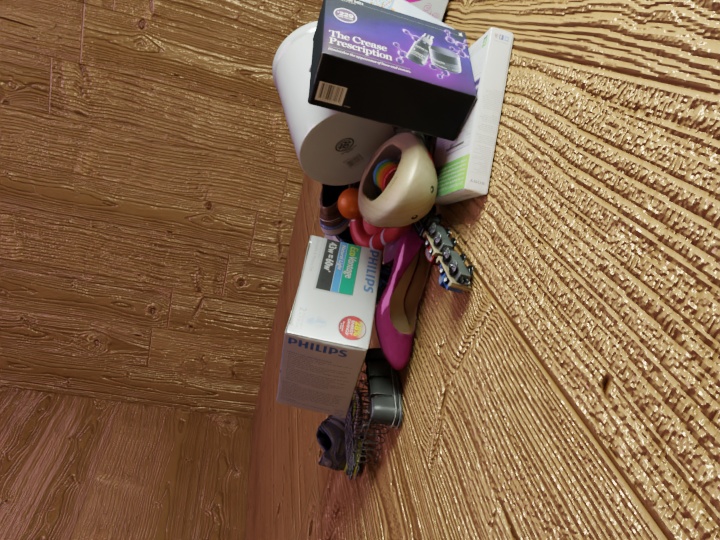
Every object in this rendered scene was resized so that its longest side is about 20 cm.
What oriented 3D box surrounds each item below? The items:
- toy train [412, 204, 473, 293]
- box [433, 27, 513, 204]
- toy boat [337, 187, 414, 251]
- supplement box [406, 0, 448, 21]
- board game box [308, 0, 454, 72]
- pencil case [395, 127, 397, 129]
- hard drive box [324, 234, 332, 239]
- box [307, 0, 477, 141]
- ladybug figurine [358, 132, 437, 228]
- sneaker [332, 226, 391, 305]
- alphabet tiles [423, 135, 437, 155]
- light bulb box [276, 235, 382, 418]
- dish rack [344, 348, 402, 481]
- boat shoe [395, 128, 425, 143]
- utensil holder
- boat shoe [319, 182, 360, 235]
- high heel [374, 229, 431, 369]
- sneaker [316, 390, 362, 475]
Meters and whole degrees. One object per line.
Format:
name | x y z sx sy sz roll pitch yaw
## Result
toy train | 0.103 -0.031 0.792 0.201 0.034 0.046 -108 39 -56
box | 0.141 -0.194 0.791 0.144 0.036 0.204 -174 95 -78
toy boat | 0.023 -0.102 0.997 0.200 0.128 0.133 155 125 -68
supplement box | 0.078 -0.420 1.086 0.104 0.099 0.202 -89 15 -55
board game box | 0.040 -0.330 0.892 0.041 0.197 0.203 -44 26 55
pencil case | 0.052 -0.281 1.043 0.200 0.086 0.089 -33 47 58
hard drive box | -0.021 -0.059 1.268 0.156 0.075 0.203 -131 51 -63
box | 0.039 -0.262 0.763 0.079 0.196 0.143 116 159 -47
ladybug figurine | 0.055 -0.122 0.843 0.137 0.071 0.201 -57 21 15
sneaker | 0.000 0.000 1.115 0.201 0.074 0.078 59 140 44
alphabet tiles | 0.117 -0.269 1.020 0.166 0.006 0.204 170 109 -77
light bulb box | -0.050 0.091 0.955 0.202 0.122 0.200 104 177 -48
dish rack | 0.012 0.241 0.989 0.155 0.054 0.202 -94 17 -53
boat shoe | 0.027 -0.190 1.036 0.198 0.074 0.068 0 40 50
utensil holder | -0.043 -0.265 0.955 0.171 0.167 0.203 115 146 -49
boat shoe | -0.038 -0.163 1.147 0.073 0.071 0.202 78 -166 -48
high heel | 0.072 0.041 0.875 0.095 0.067 0.204 -17 72 51
sneaker | -0.043 0.290 1.126 0.201 0.079 0.075 -100 24 -57
